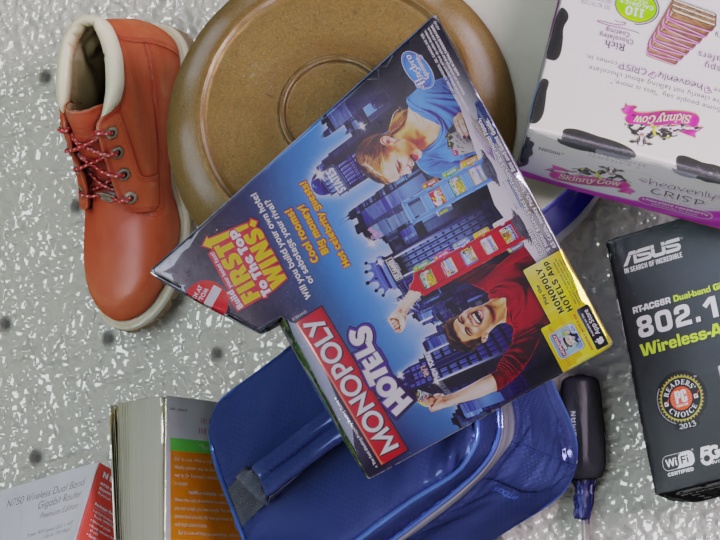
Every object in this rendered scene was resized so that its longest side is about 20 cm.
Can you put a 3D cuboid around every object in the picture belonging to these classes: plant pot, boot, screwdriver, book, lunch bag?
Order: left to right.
[{"bbox_3d":[-0.158,-0.063,1.620,0.075,0.107,0.201,-1,83,26],"label":"boot"},{"bbox_3d":[-0.084,0.181,1.527,0.048,0.133,0.201,-11,76,39],"label":"book"},{"bbox_3d":[-0.013,-0.087,1.441,0.199,0.027,0.201,-2,75,7],"label":"plant pot"},{"bbox_3d":[0.006,0.101,1.477,0.200,0.132,0.136,-38,59,24],"label":"lunch bag"},{"bbox_3d":[0.127,0.160,1.483,0.029,0.028,0.201,3,85,-2],"label":"screwdriver"}]

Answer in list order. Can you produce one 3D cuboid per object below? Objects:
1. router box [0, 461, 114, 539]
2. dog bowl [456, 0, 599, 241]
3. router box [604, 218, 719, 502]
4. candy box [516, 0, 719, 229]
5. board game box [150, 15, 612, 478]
[{"bbox_3d":[-0.225,0.223,1.571,0.200,0.049,0.180,-20,47,44],"label":"router box"},{"bbox_3d":[0.054,-0.101,1.491,0.199,0.079,0.201,-1,75,6],"label":"dog bowl"},{"bbox_3d":[0.246,0.033,1.416,0.199,0.062,0.151,-17,73,24],"label":"router box"},{"bbox_3d":[0.174,-0.133,1.417,0.136,0.061,0.201,15,65,2],"label":"candy box"},{"bbox_3d":[0.000,0.000,1.375,0.199,0.062,0.201,-28,87,-1],"label":"board game box"}]
